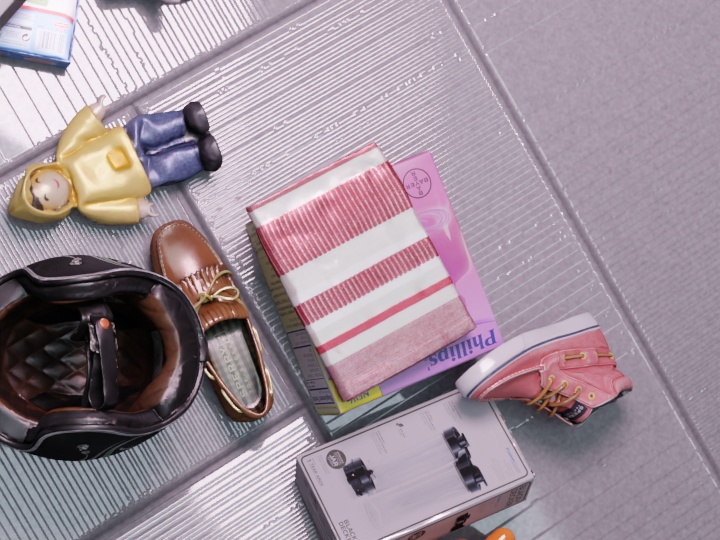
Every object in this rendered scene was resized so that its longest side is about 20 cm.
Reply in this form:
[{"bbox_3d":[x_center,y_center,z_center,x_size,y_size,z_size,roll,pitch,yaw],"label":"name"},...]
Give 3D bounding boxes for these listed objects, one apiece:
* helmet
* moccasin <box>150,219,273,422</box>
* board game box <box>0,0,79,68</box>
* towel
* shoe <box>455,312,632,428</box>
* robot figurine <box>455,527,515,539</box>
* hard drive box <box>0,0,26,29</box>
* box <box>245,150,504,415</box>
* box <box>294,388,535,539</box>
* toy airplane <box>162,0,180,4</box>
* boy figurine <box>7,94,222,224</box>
[{"bbox_3d":[-0.253,0.077,1.561,0.199,0.190,0.201,8,79,-44],"label":"helmet"},{"bbox_3d":[-0.138,0.047,1.648,0.073,0.078,0.202,-19,90,-15],"label":"moccasin"},{"bbox_3d":[-0.331,-0.302,1.651,0.150,0.037,0.201,9,84,-13],"label":"board game box"},{"bbox_3d":[0.000,0.000,1.619,0.144,0.023,0.201,-28,90,-13],"label":"towel"},{"bbox_3d":[0.181,0.107,1.687,0.200,0.071,0.091,-17,68,-45],"label":"shoe"},{"bbox_3d":[0.087,0.334,1.663,0.200,0.117,0.144,-45,109,-15],"label":"robot figurine"},{"bbox_3d":[-0.406,-0.237,1.562,0.156,0.077,0.200,43,106,-8],"label":"hard drive box"},{"bbox_3d":[0.012,0.013,1.680,0.175,0.097,0.201,-21,91,-15],"label":"box"},{"bbox_3d":[0.050,0.197,1.671,0.199,0.060,0.117,-22,64,-15],"label":"box"},{"bbox_3d":[-0.171,-0.346,1.640,0.200,0.141,0.199,-51,119,-28],"label":"toy airplane"},{"bbox_3d":[-0.235,-0.100,1.645,0.199,0.064,0.125,-19,93,-18],"label":"boy figurine"}]
